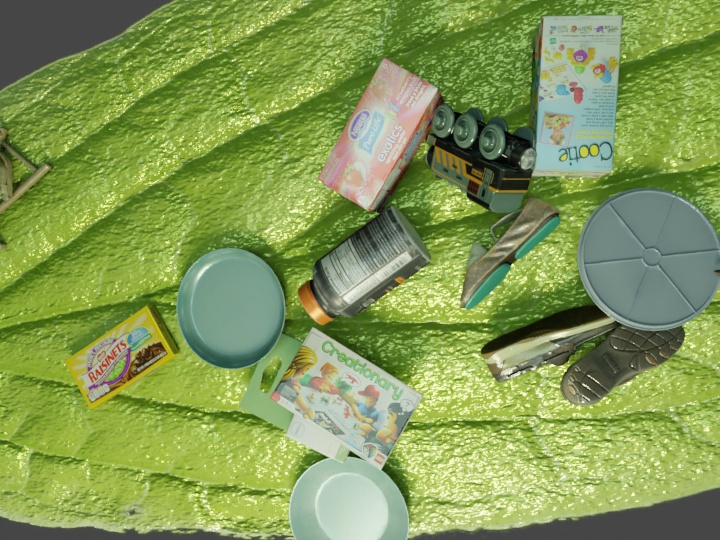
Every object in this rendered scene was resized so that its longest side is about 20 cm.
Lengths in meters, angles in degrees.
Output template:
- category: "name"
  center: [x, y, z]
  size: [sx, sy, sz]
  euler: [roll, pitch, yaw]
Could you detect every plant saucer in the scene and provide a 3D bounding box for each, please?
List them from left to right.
- category: "plant saucer"
  center: [-0.213, 0.063, 1.030]
  size: [0.199, 0.027, 0.201]
  euler: [0, 90, 16]
- category: "plant saucer"
  center: [-0.017, 0.395, 1.001]
  size: [0.200, 0.039, 0.202]
  euler: [1, 93, 13]

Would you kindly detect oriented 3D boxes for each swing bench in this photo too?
- category: "swing bench"
  center: [-0.682, -0.143, 1.046]
  size: [0.130, 0.199, 0.200]
  euler: [37, 100, 9]

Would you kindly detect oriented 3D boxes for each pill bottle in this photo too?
- category: "pill bottle"
  center: [0.000, 0.000, 0.941]
  size: [0.200, 0.106, 0.106]
  euler: [-36, 85, 13]

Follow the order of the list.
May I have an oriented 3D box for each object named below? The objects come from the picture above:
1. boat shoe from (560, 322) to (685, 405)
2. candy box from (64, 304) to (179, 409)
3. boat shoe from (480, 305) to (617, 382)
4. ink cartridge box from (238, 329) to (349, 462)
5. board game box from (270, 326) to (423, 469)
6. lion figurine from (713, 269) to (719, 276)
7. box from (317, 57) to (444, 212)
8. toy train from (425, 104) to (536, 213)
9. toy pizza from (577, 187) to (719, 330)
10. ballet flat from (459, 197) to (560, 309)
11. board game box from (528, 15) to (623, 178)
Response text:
- category: "boat shoe"
  center: [0.366, 0.125, 0.880]
  size: [0.199, 0.073, 0.075]
  euler: [-27, 73, -7]
- category: "candy box"
  center: [-0.423, 0.153, 1.090]
  size: [0.199, 0.026, 0.103]
  euler: [-33, 82, 13]
- category: "boat shoe"
  center: [0.279, 0.108, 0.905]
  size: [0.199, 0.073, 0.065]
  euler: [-20, 102, 14]
- category: "ink cartridge box"
  center: [-0.085, 0.196, 0.985]
  size: [0.199, 0.048, 0.146]
  euler: [23, 83, 9]
- category: "board game box"
  center: [-0.021, 0.191, 0.937]
  size: [0.199, 0.035, 0.127]
  euler: [30, 83, 10]
- category: "lion figurine"
  center: [0.588, 0.033, 0.824]
  size: [0.199, 0.073, 0.123]
  euler: [-8, 119, 24]
- category: "box"
  center: [0.033, -0.196, 0.924]
  size: [0.094, 0.103, 0.201]
  euler: [32, 101, 9]
- category: "toy train"
  center: [0.161, -0.161, 0.866]
  size: [0.200, 0.085, 0.115]
  euler: [41, 126, 48]
- category: "toy pizza"
  center: [0.404, -0.016, 0.868]
  size: [0.199, 0.032, 0.201]
  euler: [0, 83, 3]
- category: "ballet flat"
  center: [0.207, -0.029, 0.919]
  size: [0.200, 0.068, 0.067]
  euler: [-45, 64, 6]
- category: "board game box"
  center: [0.292, -0.235, 0.857]
  size: [0.104, 0.103, 0.201]
  euler: [3, 94, 8]
